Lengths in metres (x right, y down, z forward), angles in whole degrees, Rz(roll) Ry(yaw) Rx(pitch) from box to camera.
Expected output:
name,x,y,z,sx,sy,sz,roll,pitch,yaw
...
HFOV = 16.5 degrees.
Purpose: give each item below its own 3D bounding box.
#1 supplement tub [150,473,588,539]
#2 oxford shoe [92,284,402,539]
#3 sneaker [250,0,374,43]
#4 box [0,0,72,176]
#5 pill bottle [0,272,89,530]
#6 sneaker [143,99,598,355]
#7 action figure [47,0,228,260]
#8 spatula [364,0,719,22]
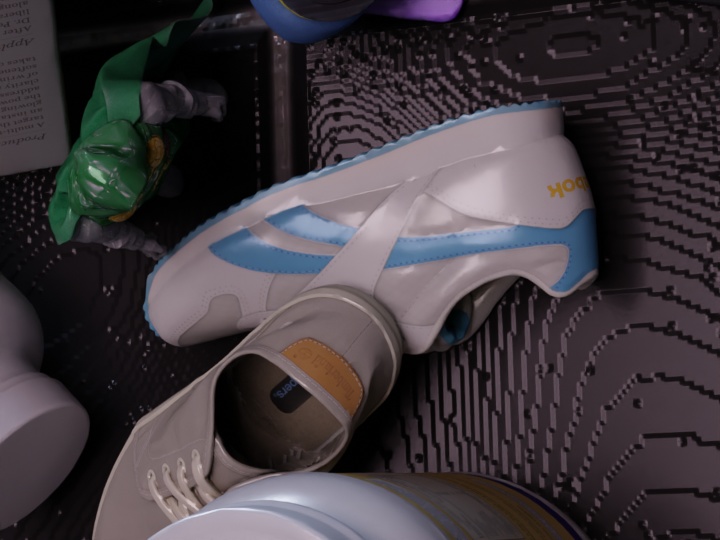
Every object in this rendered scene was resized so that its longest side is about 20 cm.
name,x,y,z,sx,sy,sz,roll,pitch,yaw
supplement tub,0.003,0.146,0.893,0.144,0.200,0.147,-2,84,26
oxford shoe,-0.056,0.081,0.987,0.075,0.058,0.200,41,128,-3
sneaker,-0.033,-0.191,0.985,0.065,0.078,0.202,-6,92,-15
box,-0.182,-0.145,0.988,0.105,0.200,0.153,-10,65,-8
pill bottle,-0.207,0.022,1.068,0.200,0.104,0.105,42,104,23
sneaker,0.000,0.000,0.986,0.199,0.076,0.081,-21,85,27
action figure,-0.088,-0.046,0.965,0.054,0.200,0.119,26,100,-2
spatula,0.076,-0.122,0.987,0.199,0.021,0.057,9,88,26
